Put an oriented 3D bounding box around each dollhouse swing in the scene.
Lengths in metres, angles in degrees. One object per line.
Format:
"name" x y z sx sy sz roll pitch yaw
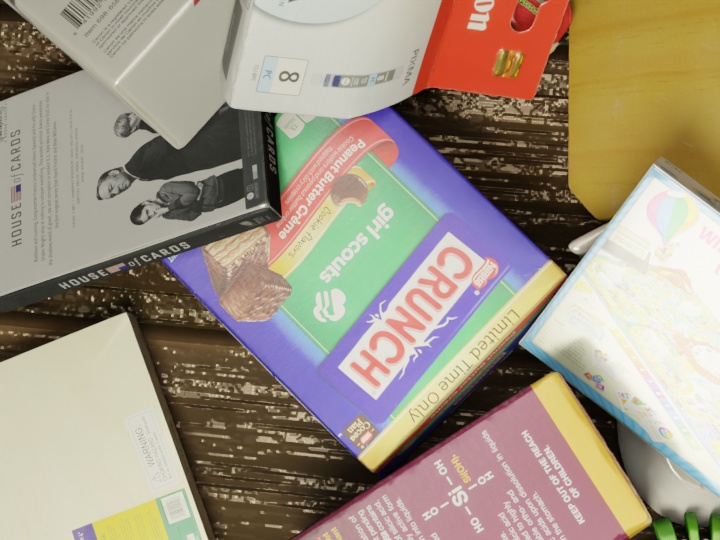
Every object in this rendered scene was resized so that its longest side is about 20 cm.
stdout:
"dollhouse swing" 0.253 -0.113 1.055 0.181 0.176 0.200 6 81 -34

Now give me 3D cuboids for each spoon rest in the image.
"spoon rest" 0.187 0.061 1.037 0.099 0.061 0.200 -26 94 4

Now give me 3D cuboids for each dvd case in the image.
"dvd case" -0.146 -0.069 1.056 0.200 0.025 0.151 -18 58 19

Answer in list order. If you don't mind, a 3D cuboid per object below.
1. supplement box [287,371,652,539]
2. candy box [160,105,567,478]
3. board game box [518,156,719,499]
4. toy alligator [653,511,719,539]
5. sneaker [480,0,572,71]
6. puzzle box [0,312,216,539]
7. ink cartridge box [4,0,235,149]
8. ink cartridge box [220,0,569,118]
"supplement box" 0.061 0.157 0.997 0.200 0.131 0.103 -33 79 1
"candy box" 0.000 0.000 1.050 0.200 0.077 0.169 44 90 10
"board game box" 0.210 0.049 0.971 0.200 0.034 0.135 38 111 8
"toy alligator" 0.241 0.174 1.007 0.200 0.059 0.054 4 83 7
"sneaker" 0.060 -0.214 1.084 0.085 0.077 0.200 -32 82 -18
"puzzle box" -0.173 0.143 1.079 0.133 0.025 0.200 -21 81 4
"ink cartridge box" -0.139 -0.192 1.050 0.144 0.084 0.200 -48 56 -3
"ink cartridge box" 0.032 -0.158 0.966 0.200 0.160 0.047 5 40 -16
